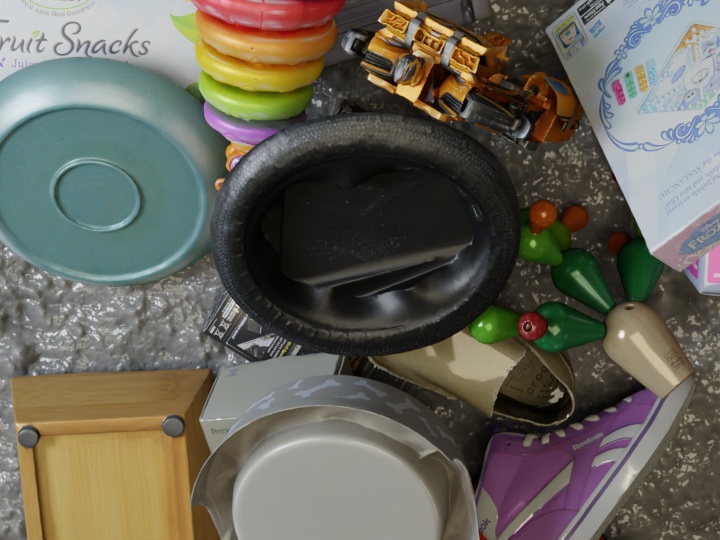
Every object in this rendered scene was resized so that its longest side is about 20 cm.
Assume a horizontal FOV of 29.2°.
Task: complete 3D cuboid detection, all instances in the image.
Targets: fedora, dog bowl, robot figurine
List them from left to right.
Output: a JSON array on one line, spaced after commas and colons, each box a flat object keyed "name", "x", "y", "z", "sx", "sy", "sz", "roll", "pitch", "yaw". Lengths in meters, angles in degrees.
[{"name": "dog bowl", "x": -0.014, "y": 0.160, "z": 0.942, "sx": 0.198, "sy": 0.059, "sz": 0.202, "roll": 3, "pitch": 120, "yaw": 6}, {"name": "fedora", "x": 0.003, "y": -0.038, "z": 0.904, "sx": 0.198, "sy": 0.092, "sz": 0.202, "roll": 0, "pitch": 123, "yaw": 0}, {"name": "robot figurine", "x": 0.073, "y": -0.129, "z": 0.906, "sx": 0.144, "sy": 0.199, "sz": 0.059, "roll": 32, "pitch": 105, "yaw": 23}]

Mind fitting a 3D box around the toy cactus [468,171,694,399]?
[{"name": "toy cactus", "x": 0.170, "y": 0.011, "z": 0.955, "sx": 0.165, "sy": 0.199, "sz": 0.102, "roll": 49, "pitch": 139, "yaw": 13}]

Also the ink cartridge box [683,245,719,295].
[{"name": "ink cartridge box", "x": 0.248, "y": -0.095, "z": 0.964, "sx": 0.041, "sy": 0.119, "sz": 0.202, "roll": 3, "pitch": 103, "yaw": 2}]

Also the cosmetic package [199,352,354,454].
[{"name": "cosmetic package", "x": -0.038, "y": 0.165, "z": 1.025, "sx": 0.104, "sy": 0.071, "sz": 0.202, "roll": -9, "pitch": 118, "yaw": 16}]

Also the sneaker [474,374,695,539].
[{"name": "sneaker", "x": 0.160, "y": 0.128, "z": 1.034, "sx": 0.114, "sy": 0.073, "sz": 0.201, "roll": 36, "pitch": 69, "yaw": 21}]

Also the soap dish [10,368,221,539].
[{"name": "soap dish", "x": -0.185, "y": 0.179, "z": 1.056, "sx": 0.155, "sy": 0.081, "sz": 0.202, "roll": -2, "pitch": 103, "yaw": 1}]

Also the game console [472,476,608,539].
[{"name": "game console", "x": 0.125, "y": 0.268, "z": 1.108, "sx": 0.200, "sy": 0.119, "sz": 0.173, "roll": -45, "pitch": 69, "yaw": 10}]

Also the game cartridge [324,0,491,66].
[{"name": "game cartridge", "x": -0.015, "y": -0.213, "z": 0.960, "sx": 0.198, "sy": 0.038, "sz": 0.131, "roll": -17, "pitch": 105, "yaw": -8}]

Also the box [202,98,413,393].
[{"name": "box", "x": 0.000, "y": 0.000, "z": 1.026, "sx": 0.157, "sy": 0.050, "sz": 0.201, "roll": 31, "pitch": 103, "yaw": -7}]

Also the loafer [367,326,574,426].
[{"name": "loafer", "x": 0.082, "y": 0.059, "z": 0.986, "sx": 0.198, "sy": 0.068, "sz": 0.077, "roll": 17, "pitch": 109, "yaw": -28}]

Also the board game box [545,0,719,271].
[{"name": "board game box", "x": 0.231, "y": -0.137, "z": 0.855, "sx": 0.200, "sy": 0.200, "sz": 0.043, "roll": -38, "pitch": 139, "yaw": 26}]

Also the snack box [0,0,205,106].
[{"name": "snack box", "x": -0.209, "y": -0.151, "z": 0.988, "sx": 0.198, "sy": 0.053, "sz": 0.144, "roll": 1, "pitch": 103, "yaw": -1}]

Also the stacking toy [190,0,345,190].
[{"name": "stacking toy", "x": -0.069, "y": -0.125, "z": 0.915, "sx": 0.115, "sy": 0.110, "sz": 0.202, "roll": 5, "pitch": 120, "yaw": -8}]

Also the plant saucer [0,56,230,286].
[{"name": "plant saucer", "x": -0.186, "y": -0.059, "z": 0.981, "sx": 0.198, "sy": 0.028, "sz": 0.202, "roll": 0, "pitch": 132, "yaw": 0}]
